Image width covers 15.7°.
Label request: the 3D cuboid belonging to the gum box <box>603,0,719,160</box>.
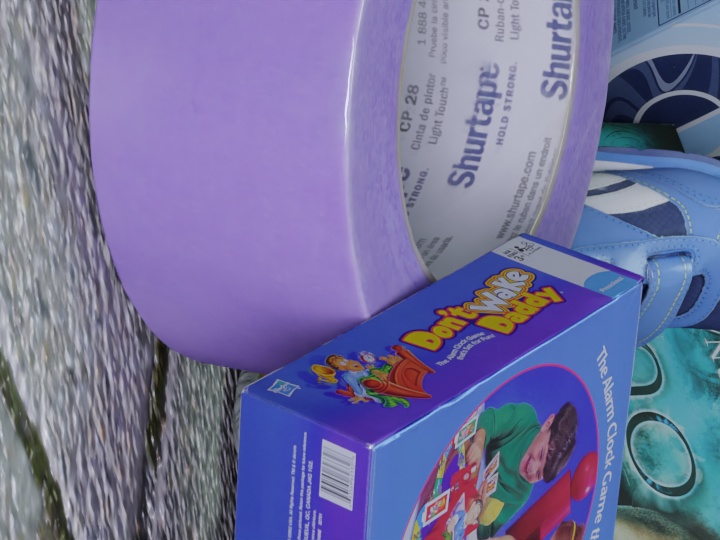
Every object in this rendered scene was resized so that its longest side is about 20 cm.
[{"bbox_3d":[0.154,-0.055,1.111,0.170,0.199,0.045,45,33,-34],"label":"gum box"}]

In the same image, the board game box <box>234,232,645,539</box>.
[{"bbox_3d":[0.020,0.106,0.762,0.134,0.045,0.201,-27,130,-47],"label":"board game box"}]

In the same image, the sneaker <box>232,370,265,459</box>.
[{"bbox_3d":[-0.012,0.094,0.899,0.200,0.075,0.088,-80,176,-50],"label":"sneaker"}]

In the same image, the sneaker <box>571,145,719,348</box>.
[{"bbox_3d":[0.076,-0.001,0.939,0.074,0.199,0.083,113,-16,-49],"label":"sneaker"}]

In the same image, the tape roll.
[{"bbox_3d":[0.004,-0.064,0.798,0.200,0.085,0.201,9,90,-66],"label":"tape roll"}]

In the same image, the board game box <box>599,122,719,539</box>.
[{"bbox_3d":[0.097,0.033,1.000,0.028,0.135,0.201,-45,-125,45],"label":"board game box"}]
